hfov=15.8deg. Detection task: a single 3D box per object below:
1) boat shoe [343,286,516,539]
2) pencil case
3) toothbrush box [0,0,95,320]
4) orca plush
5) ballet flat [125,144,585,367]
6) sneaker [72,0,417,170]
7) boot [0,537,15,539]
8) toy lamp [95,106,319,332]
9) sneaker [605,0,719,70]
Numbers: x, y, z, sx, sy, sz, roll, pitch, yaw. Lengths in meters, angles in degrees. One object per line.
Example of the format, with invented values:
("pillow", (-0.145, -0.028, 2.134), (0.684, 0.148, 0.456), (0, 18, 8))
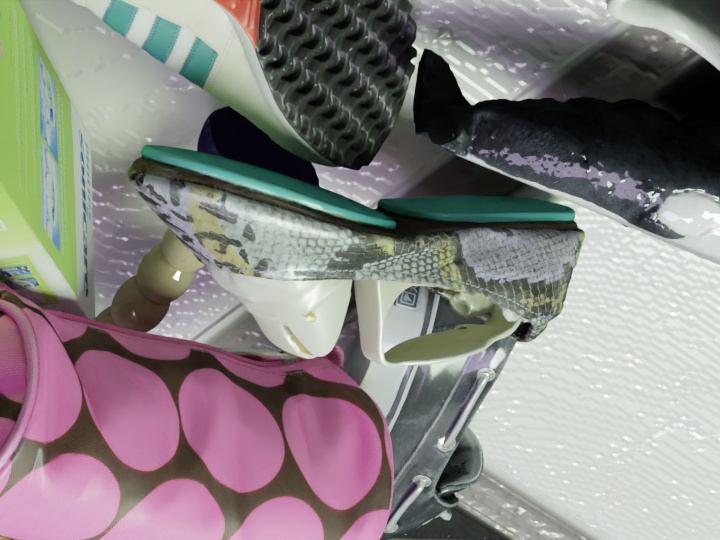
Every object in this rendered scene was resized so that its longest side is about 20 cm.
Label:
("boat shoe", (0.016, 0.078, 1.073), (0.068, 0.072, 0.200), (16, 130, -5))
("pencil case", (-0.079, 0.058, 0.945), (0.091, 0.094, 0.200), (7, 174, 42))
("toothbrush box", (-0.181, -0.038, 0.900), (0.145, 0.086, 0.200), (-5, 163, 3))
("orca plush", (0.117, -0.046, 0.939), (0.200, 0.071, 0.105), (21, -179, -7))
("ballet flat", (0.000, 0.000, 0.928), (0.200, 0.072, 0.072), (7, 146, -40))
("sneaker", (-0.059, -0.106, 0.897), (0.093, 0.070, 0.200), (20, 167, 41))
("boot", (-0.136, 0.120, 1.152), (0.155, 0.077, 0.200), (-17, 125, 21))
("toy lamp", (-0.092, 0.021, 1.012), (0.058, 0.058, 0.200), (31, 122, -22))
("sneaker", (0.168, -0.078, 0.857), (0.200, 0.089, 0.075), (15, 136, -7))
